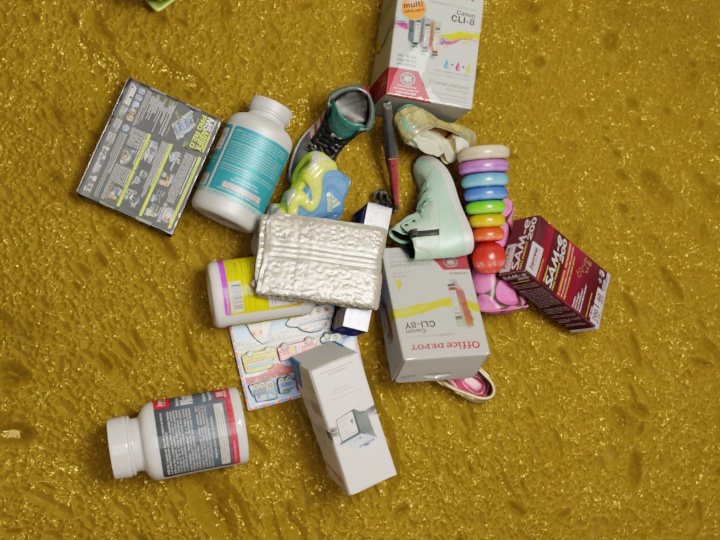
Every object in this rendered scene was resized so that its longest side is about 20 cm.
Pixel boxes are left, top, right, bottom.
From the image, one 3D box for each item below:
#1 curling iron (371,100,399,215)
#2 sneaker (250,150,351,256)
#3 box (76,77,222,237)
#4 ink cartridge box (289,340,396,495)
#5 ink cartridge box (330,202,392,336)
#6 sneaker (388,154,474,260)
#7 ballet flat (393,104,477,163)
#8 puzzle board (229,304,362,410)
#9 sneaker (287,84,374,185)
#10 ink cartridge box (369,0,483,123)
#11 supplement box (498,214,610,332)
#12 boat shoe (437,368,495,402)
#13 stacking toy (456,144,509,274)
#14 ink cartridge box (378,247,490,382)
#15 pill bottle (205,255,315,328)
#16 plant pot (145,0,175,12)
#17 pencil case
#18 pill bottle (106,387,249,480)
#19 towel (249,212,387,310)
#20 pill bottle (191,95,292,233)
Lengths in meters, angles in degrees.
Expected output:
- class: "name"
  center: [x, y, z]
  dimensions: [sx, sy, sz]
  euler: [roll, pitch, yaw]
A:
- class: "curling iron"
  center: [0.043, -0.174, 1.512]
  dimensions: [0.049, 0.026, 0.201]
  euler: [-17, 125, -28]
- class: "sneaker"
  center: [-0.087, -0.086, 1.488]
  dimensions: [0.105, 0.076, 0.200]
  euler: [28, 111, -25]
- class: "box"
  center: [-0.328, -0.176, 1.472]
  dimensions: [0.160, 0.044, 0.201]
  euler: [23, 82, -11]
- class: "ink cartridge box"
  center: [-0.030, 0.222, 1.452]
  dimensions: [0.085, 0.146, 0.201]
  euler: [-21, 99, -14]
- class: "ink cartridge box"
  center: [0.000, 0.000, 1.501]
  dimensions: [0.044, 0.094, 0.201]
  euler: [14, 78, -12]
- class: "sneaker"
  center: [0.094, -0.103, 1.510]
  dimensions: [0.118, 0.074, 0.201]
  euler: [-11, 55, -15]
- class: "ballet flat"
  center: [0.129, -0.208, 1.522]
  dimensions: [0.199, 0.070, 0.071]
  euler: [16, 82, -48]
- class: "puzzle board"
  center: [-0.101, 0.128, 1.519]
  dimensions: [0.199, 0.017, 0.152]
  euler: [-13, 90, -14]
- class: "sneaker"
  center: [-0.042, -0.216, 1.498]
  dimensions: [0.083, 0.121, 0.201]
  euler: [33, 81, -9]
- class: "ink cartridge box"
  center: [0.104, -0.353, 1.526]
  dimensions: [0.144, 0.145, 0.201]
  euler: [8, 85, -10]
- class: "supplement box"
  center: [0.322, 0.008, 1.552]
  dimensions: [0.200, 0.061, 0.109]
  euler: [34, 62, -30]
- class: "boat shoe"
  center: [0.140, 0.150, 1.545]
  dimensions: [0.199, 0.069, 0.074]
  euler: [32, 81, -9]
- class: "stacking toy"
  center: [0.202, -0.095, 1.496]
  dimensions: [0.085, 0.085, 0.201]
  euler: [-4, 90, -13]
- class: "ink cartridge box"
  center: [0.110, 0.066, 1.496]
  dimensions: [0.144, 0.084, 0.201]
  euler: [-3, 61, -14]
- class: "pill bottle"
  center: [-0.136, 0.026, 1.472]
  dimensions: [0.199, 0.104, 0.105]
  euler: [-7, 89, -13]
- class: "plant pot"
  center: [-0.299, -0.524, 1.427]
  dimensions: [0.199, 0.181, 0.200]
  euler: [-42, 96, -11]
- class: "pencil case"
  center: [0.224, -0.027, 1.565]
  dimensions: [0.093, 0.091, 0.201]
  euler: [-4, 86, -6]
- class: "pill bottle"
  center: [-0.275, 0.250, 1.421]
  dimensions: [0.199, 0.120, 0.120]
  euler: [-9, 89, -13]
- class: "towel"
  center: [-0.062, -0.013, 1.425]
  dimensions: [0.199, 0.034, 0.133]
  euler: [8, 77, -9]
- class: "pill bottle"
  center: [-0.176, -0.168, 1.471]
  dimensions: [0.110, 0.111, 0.201]
  euler: [25, 82, -10]
